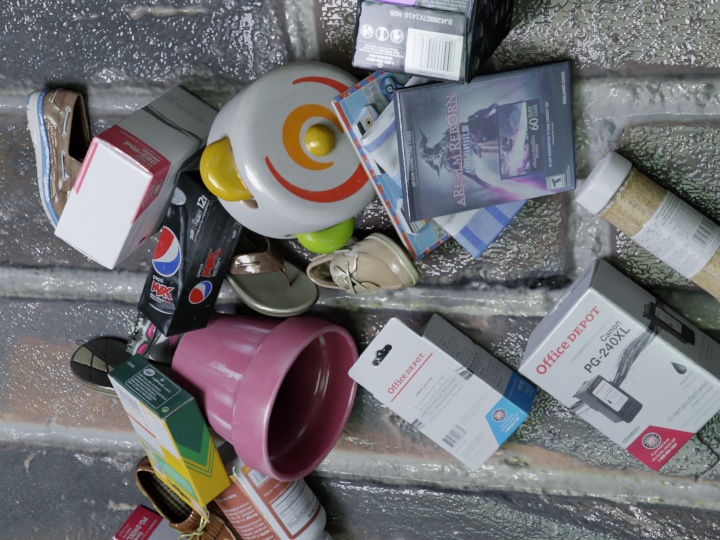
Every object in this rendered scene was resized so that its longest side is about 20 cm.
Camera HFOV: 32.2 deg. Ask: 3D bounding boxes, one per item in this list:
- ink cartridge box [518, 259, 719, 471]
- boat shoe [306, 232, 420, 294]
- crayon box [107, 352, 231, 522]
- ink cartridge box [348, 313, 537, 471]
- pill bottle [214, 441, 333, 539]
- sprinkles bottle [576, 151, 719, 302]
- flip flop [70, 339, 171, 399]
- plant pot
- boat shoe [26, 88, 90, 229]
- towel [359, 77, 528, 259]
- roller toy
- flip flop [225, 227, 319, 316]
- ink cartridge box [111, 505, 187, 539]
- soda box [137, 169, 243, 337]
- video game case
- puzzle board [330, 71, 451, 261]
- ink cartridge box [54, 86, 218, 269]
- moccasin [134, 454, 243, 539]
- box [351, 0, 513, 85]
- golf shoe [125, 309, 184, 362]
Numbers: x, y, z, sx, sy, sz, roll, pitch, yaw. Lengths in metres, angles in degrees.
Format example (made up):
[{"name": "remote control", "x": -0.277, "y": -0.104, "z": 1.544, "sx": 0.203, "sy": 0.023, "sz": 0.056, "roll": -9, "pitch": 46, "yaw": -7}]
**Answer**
[{"name": "ink cartridge box", "x": 0.301, "y": 0.107, "z": 1.413, "sx": 0.200, "sy": 0.083, "sz": 0.145, "roll": 36, "pitch": 122, "yaw": 1}, {"name": "boat shoe", "x": 0.000, "y": 0.000, "z": 1.430, "sx": 0.072, "sy": 0.065, "sz": 0.200, "roll": 58, "pitch": 160, "yaw": -20}, {"name": "crayon box", "x": -0.234, "y": 0.210, "z": 1.565, "sx": 0.126, "sy": 0.052, "sz": 0.200, "roll": 31, "pitch": 147, "yaw": 40}, {"name": "ink cartridge box", "x": 0.100, "y": 0.136, "z": 1.521, "sx": 0.200, "sy": 0.067, "sz": 0.116, "roll": 37, "pitch": 122, "yaw": -1}, {"name": "pill bottle", "x": -0.118, "y": 0.317, "z": 1.664, "sx": 0.112, "sy": 0.112, "sz": 0.200, "roll": -27, "pitch": 103, "yaw": 29}, {"name": "sprinkles bottle", "x": 0.332, "y": -0.046, "z": 1.345, "sx": 0.200, "sy": 0.068, "sz": 0.068, "roll": 36, "pitch": 121, "yaw": 1}, {"name": "flip flop", "x": -0.297, "y": 0.153, "z": 1.673, "sx": 0.200, "sy": 0.081, "sz": 0.058, "roll": 17, "pitch": 139, "yaw": 6}, {"name": "plant pot", "x": -0.128, "y": 0.137, "z": 1.546, "sx": 0.179, "sy": 0.200, "sz": 0.200, "roll": 19, "pitch": 121, "yaw": 29}, {"name": "boat shoe", "x": -0.360, "y": -0.129, "z": 1.560, "sx": 0.072, "sy": 0.072, "sz": 0.200, "roll": -2, "pitch": 114, "yaw": 20}, {"name": "towel", "x": 0.109, "y": -0.127, "z": 1.343, "sx": 0.200, "sy": 0.024, "sz": 0.147, "roll": 44, "pitch": 84, "yaw": -23}, {"name": "roller toy", "x": -0.068, "y": -0.132, "z": 1.366, "sx": 0.200, "sy": 0.183, "sz": 0.140, "roll": 24, "pitch": 165, "yaw": -19}, {"name": "flip flop", "x": -0.134, "y": -0.021, "z": 1.512, "sx": 0.200, "sy": 0.081, "sz": 0.058, "roll": 45, "pitch": 151, "yaw": 11}, {"name": "ink cartridge box", "x": -0.266, "y": 0.453, "z": 1.802, "sx": 0.200, "sy": 0.083, "sz": 0.145, "roll": 24, "pitch": 120, "yaw": 8}, {"name": "soda box", "x": -0.196, "y": -0.021, "z": 1.471, "sx": 0.063, "sy": 0.071, "sz": 0.200, "roll": 41, "pitch": 123, "yaw": 30}, {"name": "video game case", "x": 0.135, "y": -0.138, "z": 1.327, "sx": 0.200, "sy": 0.019, "sz": 0.143, "roll": -12, "pitch": 109, "yaw": -18}, {"name": "puzzle board", "x": 0.070, "y": -0.133, "z": 1.361, "sx": 0.017, "sy": 0.151, "sz": 0.200, "roll": -2, "pitch": 120, "yaw": 58}, {"name": "ink cartridge box", "x": -0.251, "y": -0.111, "z": 1.453, "sx": 0.085, "sy": 0.200, "sz": 0.146, "roll": 32, "pitch": 122, "yaw": 2}, {"name": "moccasin", "x": -0.236, "y": 0.338, "z": 1.735, "sx": 0.074, "sy": 0.078, "sz": 0.201, "roll": -35, "pitch": 98, "yaw": 14}, {"name": "box", "x": 0.079, "y": -0.271, "z": 1.252, "sx": 0.122, "sy": 0.200, "sz": 0.106, "roll": 13, "pitch": 118, "yaw": 14}, {"name": "golf shoe", "x": -0.229, "y": 0.037, "z": 1.605, "sx": 0.088, "sy": 0.077, "sz": 0.200, "roll": 21, "pitch": 123, "yaw": -17}]
